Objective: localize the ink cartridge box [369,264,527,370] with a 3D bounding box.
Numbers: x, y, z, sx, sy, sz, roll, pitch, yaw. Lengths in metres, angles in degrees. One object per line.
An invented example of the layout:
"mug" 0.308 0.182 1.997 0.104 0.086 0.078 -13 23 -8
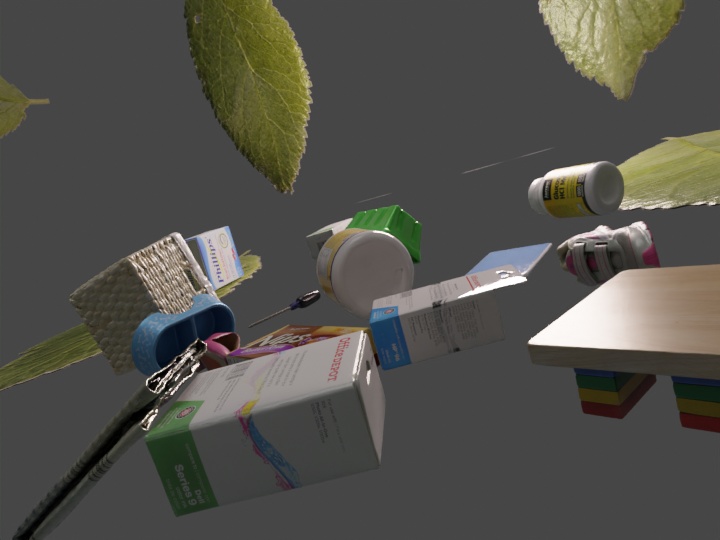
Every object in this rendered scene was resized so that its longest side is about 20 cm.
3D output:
"ink cartridge box" 0.116 0.057 0.757 0.196 0.069 0.116 -16 10 7

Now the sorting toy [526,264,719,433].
"sorting toy" 0.278 0.058 0.480 0.197 0.071 0.198 -24 12 -38

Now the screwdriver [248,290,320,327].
"screwdriver" -0.156 0.083 1.200 0.199 0.028 0.029 -27 -16 -42

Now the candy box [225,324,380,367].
"candy box" -0.082 0.120 0.781 0.116 0.058 0.198 -24 13 -37

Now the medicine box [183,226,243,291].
"medicine box" -0.506 -0.034 1.966 0.101 0.186 0.200 -12 10 22

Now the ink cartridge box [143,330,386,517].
"ink cartridge box" -0.079 0.140 0.566 0.196 0.089 0.145 -18 10 7

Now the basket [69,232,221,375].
"basket" -0.411 0.066 1.138 0.198 0.200 0.161 -26 9 24

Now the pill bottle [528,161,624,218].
"pill bottle" 0.480 -0.177 1.321 0.111 0.115 0.199 -21 10 -26

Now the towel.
"towel" -0.241 0.169 0.607 0.201 0.034 0.193 -49 4 5

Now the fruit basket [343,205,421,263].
"fruit basket" 0.026 -0.041 1.364 0.214 0.155 0.218 -35 37 32

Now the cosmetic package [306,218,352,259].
"cosmetic package" -0.092 -0.108 1.982 0.106 0.086 0.200 -15 11 21

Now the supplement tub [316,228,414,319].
"supplement tub" 0.000 0.000 1.040 0.143 0.148 0.200 -18 9 -12

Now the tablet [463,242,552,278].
"tablet" 0.263 -0.010 1.051 0.128 0.014 0.199 -10 13 34

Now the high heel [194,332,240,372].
"high heel" -0.213 0.123 0.930 0.096 0.068 0.199 -34 13 -27

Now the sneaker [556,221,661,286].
"sneaker" 0.330 -0.014 0.791 0.087 0.083 0.200 -18 1 -1

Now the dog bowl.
"dog bowl" -0.304 0.116 1.033 0.049 0.114 0.199 8 22 36
